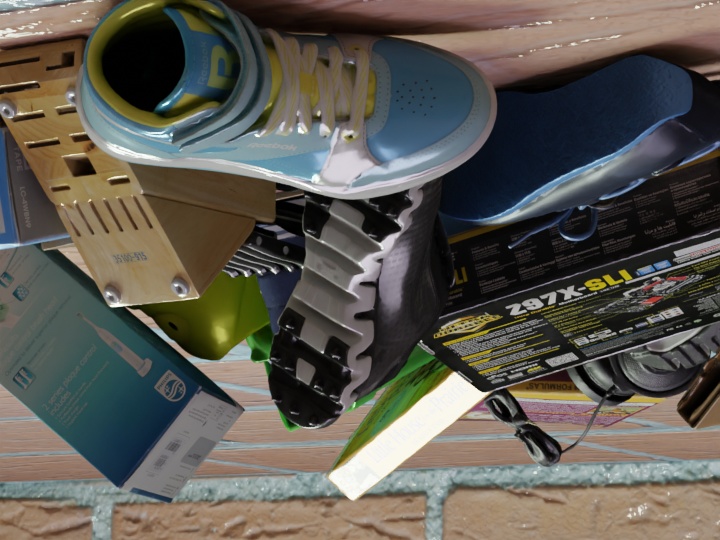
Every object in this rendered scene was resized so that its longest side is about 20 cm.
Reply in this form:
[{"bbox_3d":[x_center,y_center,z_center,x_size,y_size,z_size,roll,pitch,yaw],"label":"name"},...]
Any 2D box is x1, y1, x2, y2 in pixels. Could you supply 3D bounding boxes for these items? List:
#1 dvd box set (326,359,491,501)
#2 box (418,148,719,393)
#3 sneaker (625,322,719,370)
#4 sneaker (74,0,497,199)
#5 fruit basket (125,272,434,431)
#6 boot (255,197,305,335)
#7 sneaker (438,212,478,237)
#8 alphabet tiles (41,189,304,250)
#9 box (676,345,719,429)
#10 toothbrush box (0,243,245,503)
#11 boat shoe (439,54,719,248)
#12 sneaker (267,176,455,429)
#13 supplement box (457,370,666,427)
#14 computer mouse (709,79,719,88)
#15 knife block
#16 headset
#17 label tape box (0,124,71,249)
[{"bbox_3d":[0.066,0.058,1.929,0.029,0.147,0.200,41,141,-5],"label":"dvd box set"},{"bbox_3d":[0.131,0.004,1.636,0.199,0.050,0.160,-18,158,15],"label":"box"},{"bbox_3d":[0.230,-0.022,1.760,0.078,0.091,0.199,37,132,-28],"label":"sneaker"},{"bbox_3d":[-0.035,-0.081,1.346,0.198,0.080,0.131,0,173,0],"label":"sneaker"},{"bbox_3d":[-0.058,0.025,1.904,0.214,0.157,0.216,-16,176,-1],"label":"fruit basket"},{"bbox_3d":[0.000,0.000,1.734,0.072,0.091,0.199,-11,180,35],"label":"boot"},{"bbox_3d":[0.096,-0.022,1.709,0.199,0.073,0.072,14,-162,-39],"label":"sneaker"},{"bbox_3d":[-0.079,-0.034,1.728,0.199,0.006,0.166,-11,-179,8],"label":"alphabet tiles"},{"bbox_3d":[0.280,0.017,1.697,0.199,0.021,0.164,-5,135,-52],"label":"box"},{"bbox_3d":[-0.184,0.051,1.891,0.200,0.085,0.146,41,180,11],"label":"toothbrush box"},{"bbox_3d":[0.112,-0.053,1.496,0.068,0.085,0.199,15,168,-32],"label":"boat shoe"},{"bbox_3d":[0.013,-0.016,1.529,0.066,0.201,0.090,32,-150,29],"label":"sneaker"},{"bbox_3d":[0.140,0.052,2.143,0.130,0.104,0.200,2,171,-9],"label":"supplement box"},{"bbox_3d":[0.162,-0.068,1.561,0.058,0.034,0.200,4,171,-14],"label":"computer mouse"},{"bbox_3d":[-0.086,-0.072,1.523,0.064,0.201,0.176,-6,-146,36],"label":"knife block"},{"bbox_3d":[0.166,0.041,1.905,0.094,0.200,0.123,44,160,-12],"label":"headset"},{"bbox_3d":[-0.167,-0.050,1.589,0.143,0.067,0.199,-6,-174,39],"label":"label tape box"}]
